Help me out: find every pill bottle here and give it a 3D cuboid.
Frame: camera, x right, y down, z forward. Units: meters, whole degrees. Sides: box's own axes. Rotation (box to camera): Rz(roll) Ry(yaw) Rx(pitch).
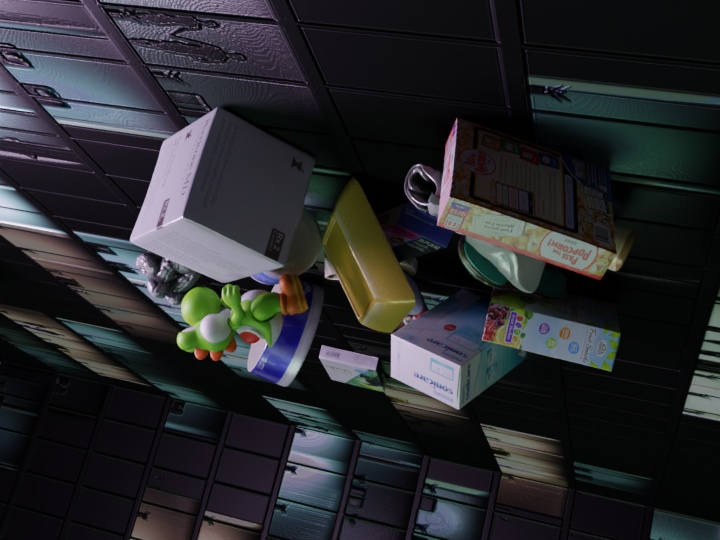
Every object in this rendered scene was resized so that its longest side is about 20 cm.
[{"bbox_3d":[-0.134,-0.037,1.611,0.110,0.114,0.200,19,169,-13],"label":"pill bottle"}]

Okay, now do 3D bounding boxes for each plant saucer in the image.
[{"bbox_3d":[0.000,-0.010,1.486,0.048,0.203,0.200,-23,169,-15],"label":"plant saucer"}]

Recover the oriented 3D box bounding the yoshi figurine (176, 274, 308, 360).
[{"bbox_3d":[-0.183,0.050,1.493,0.197,0.113,0.114,-21,126,3],"label":"yoshi figurine"}]

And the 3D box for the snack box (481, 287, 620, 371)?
[{"bbox_3d":[0.293,0.078,1.563,0.196,0.069,0.169,14,-164,7],"label":"snack box"}]

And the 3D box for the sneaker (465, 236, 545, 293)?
[{"bbox_3d":[0.194,-0.040,1.443,0.088,0.076,0.200,16,160,42],"label":"sneaker"}]

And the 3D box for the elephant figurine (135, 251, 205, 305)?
[{"bbox_3d":[-0.279,-0.039,1.738,0.199,0.157,0.140,-38,166,37],"label":"elephant figurine"}]

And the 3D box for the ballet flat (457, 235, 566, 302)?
[{"bbox_3d":[0.217,-0.001,1.528,0.197,0.070,0.071,20,170,-22],"label":"ballet flat"}]

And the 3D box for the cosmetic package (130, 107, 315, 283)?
[{"bbox_3d":[-0.193,-0.097,1.417,0.163,0.168,0.199,25,159,-28],"label":"cosmetic package"}]

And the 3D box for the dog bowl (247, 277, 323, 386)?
[{"bbox_3d":[-0.142,0.110,1.919,0.078,0.204,0.200,22,161,-12],"label":"dog bowl"}]

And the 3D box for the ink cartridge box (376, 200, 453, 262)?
[{"bbox_3d":[0.067,-0.057,1.533,0.093,0.038,0.199,23,158,-23],"label":"ink cartridge box"}]

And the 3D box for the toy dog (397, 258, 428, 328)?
[{"bbox_3d":[0.060,0.053,1.722,0.095,0.133,0.202,7,134,24],"label":"toy dog"}]

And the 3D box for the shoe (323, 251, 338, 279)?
[{"bbox_3d":[0.000,0.000,1.646,0.069,0.054,0.199,23,175,-32],"label":"shoe"}]

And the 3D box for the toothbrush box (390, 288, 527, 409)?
[{"bbox_3d":[0.163,0.124,1.662,0.145,0.198,0.087,23,127,37],"label":"toothbrush box"}]

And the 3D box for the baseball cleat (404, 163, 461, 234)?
[{"bbox_3d":[0.106,-0.102,1.249,0.105,0.070,0.200,31,-171,-6],"label":"baseball cleat"}]

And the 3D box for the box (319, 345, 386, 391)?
[{"bbox_3d":[-0.015,0.238,2.448,0.141,0.037,0.200,12,162,12],"label":"box"}]

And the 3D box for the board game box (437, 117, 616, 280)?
[{"bbox_3d":[0.190,-0.085,1.159,0.196,0.153,0.047,18,133,-6],"label":"board game box"}]

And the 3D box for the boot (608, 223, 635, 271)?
[{"bbox_3d":[0.254,-0.055,1.302,0.153,0.074,0.200,24,-177,-1],"label":"boot"}]
